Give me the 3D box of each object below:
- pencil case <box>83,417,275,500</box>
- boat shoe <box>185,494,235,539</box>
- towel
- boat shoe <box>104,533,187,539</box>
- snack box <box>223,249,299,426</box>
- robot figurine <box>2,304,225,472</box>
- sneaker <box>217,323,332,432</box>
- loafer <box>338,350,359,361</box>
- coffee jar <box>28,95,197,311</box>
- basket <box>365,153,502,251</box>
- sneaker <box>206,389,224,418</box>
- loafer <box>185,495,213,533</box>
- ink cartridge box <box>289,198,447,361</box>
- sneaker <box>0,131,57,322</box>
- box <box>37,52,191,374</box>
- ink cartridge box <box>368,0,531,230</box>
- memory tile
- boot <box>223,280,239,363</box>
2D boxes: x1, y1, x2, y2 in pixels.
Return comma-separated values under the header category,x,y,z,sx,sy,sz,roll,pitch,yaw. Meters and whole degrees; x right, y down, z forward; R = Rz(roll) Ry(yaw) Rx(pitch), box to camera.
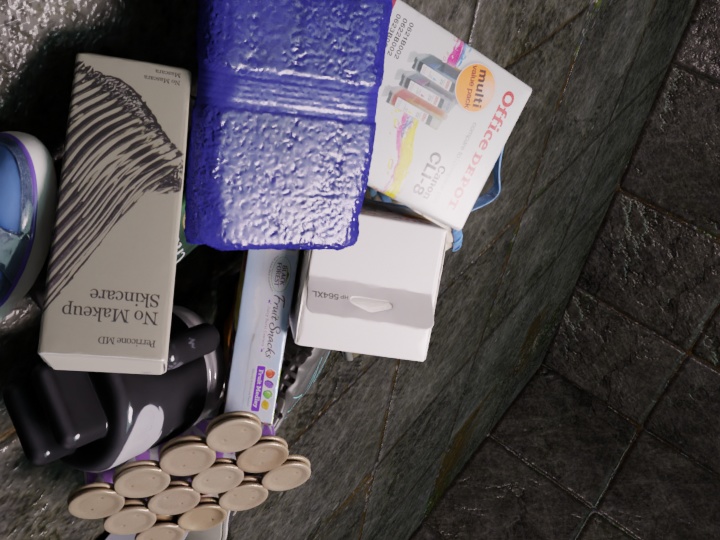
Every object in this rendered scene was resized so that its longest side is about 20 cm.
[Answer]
category,x,y,z,sx,sy,sz,roll,pitch,yaw
pencil case,-0.179,0.183,0.754,0.196,0.087,0.084,2,147,-19
boat shoe,-0.202,0.317,1.027,0.061,0.073,0.202,-62,173,-49
towel,-0.055,-0.117,0.553,0.145,0.049,0.204,0,107,-29
boat shoe,-0.291,0.357,0.899,0.199,0.070,0.067,-37,167,-48
snack box,-0.098,0.033,0.744,0.142,0.052,0.204,-153,-108,-81
robot figurine,-0.208,0.097,0.665,0.199,0.148,0.127,-17,119,-61
sneaker,-0.092,0.141,0.873,0.201,0.075,0.079,-53,154,-12
loafer,-0.005,0.022,0.935,0.076,0.068,0.202,76,8,-46
coffee jar,-0.178,-0.041,0.600,0.200,0.085,0.105,-48,155,-24
basket,0.103,-0.110,1.008,0.197,0.141,0.177,-22,150,-6
sneaker,-0.214,0.168,0.840,0.199,0.075,0.118,-14,115,-55
loafer,-0.197,0.268,0.862,0.071,0.064,0.200,-13,177,-15
ink cartridge box,0.000,0.000,0.739,0.200,0.126,0.128,-131,-130,-75
sneaker,-0.279,0.001,0.444,0.202,0.080,0.146,-57,163,11
box,-0.161,-0.036,0.507,0.068,0.081,0.204,138,-46,-69
ink cartridge box,0.021,-0.154,0.682,0.198,0.145,0.147,23,100,-26
memory tile,-0.155,0.200,0.703,0.198,0.017,0.154,-27,138,9
boot,-0.085,0.046,0.924,0.200,0.070,0.146,-23,141,-48
